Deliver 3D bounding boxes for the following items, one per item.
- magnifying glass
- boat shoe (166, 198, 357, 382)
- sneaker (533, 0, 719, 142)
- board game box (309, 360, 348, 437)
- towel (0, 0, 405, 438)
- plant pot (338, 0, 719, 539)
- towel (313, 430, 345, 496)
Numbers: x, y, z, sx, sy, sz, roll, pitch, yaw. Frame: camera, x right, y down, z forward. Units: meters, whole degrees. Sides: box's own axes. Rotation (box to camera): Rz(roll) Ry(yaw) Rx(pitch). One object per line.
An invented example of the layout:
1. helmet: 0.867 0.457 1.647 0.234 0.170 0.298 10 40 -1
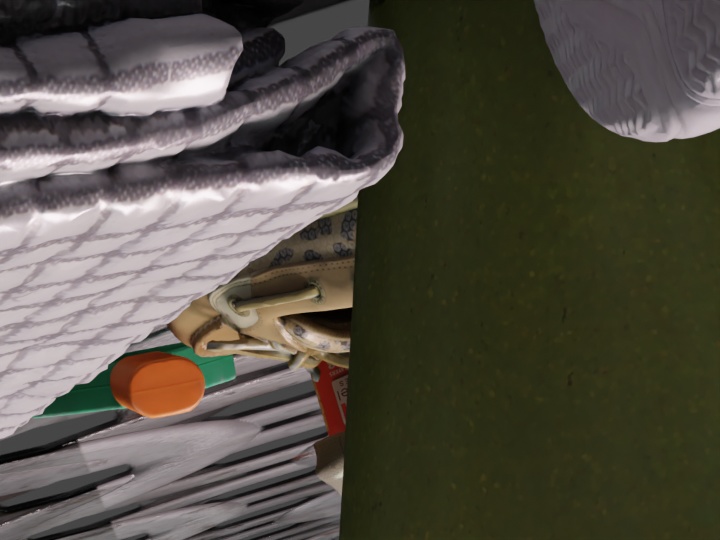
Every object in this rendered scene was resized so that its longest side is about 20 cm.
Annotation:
1. magnifying glass: -0.077 0.039 1.009 0.079 0.023 0.200 -11 179 -9
2. boat shoe: 0.000 0.000 0.869 0.073 0.063 0.200 -13 171 -34
3. sneaker: 0.111 -0.081 0.511 0.113 0.076 0.200 -11 167 -25
4. board game box: 0.094 0.023 0.996 0.151 0.047 0.200 -26 160 25
5. towel: -0.113 -0.019 0.452 0.199 0.086 0.165 -10 168 -32
6. plant pot: 0.070 0.022 0.648 0.199 0.191 0.200 -6 179 0
7. towel: 0.108 0.046 0.944 0.199 0.035 0.192 -25 160 24
